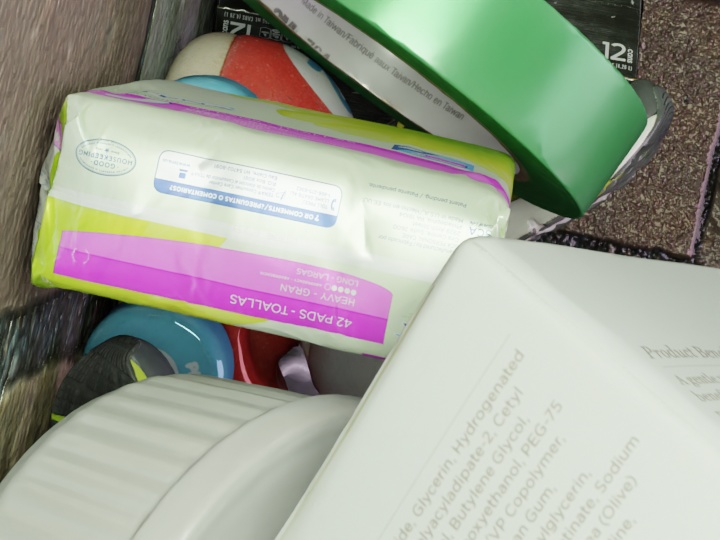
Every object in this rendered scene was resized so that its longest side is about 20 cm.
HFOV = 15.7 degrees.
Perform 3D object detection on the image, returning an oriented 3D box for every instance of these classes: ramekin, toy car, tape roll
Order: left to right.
[{"bbox_3d":[-0.057,0.127,0.887,0.202,0.094,0.203,-28,128,-45],"label":"ramekin"},{"bbox_3d":[0.000,0.000,1.124,0.184,0.200,0.177,-68,171,-81],"label":"toy car"},{"bbox_3d":[0.019,-0.097,1.031,0.048,0.200,0.200,-54,177,-3],"label":"tape roll"}]

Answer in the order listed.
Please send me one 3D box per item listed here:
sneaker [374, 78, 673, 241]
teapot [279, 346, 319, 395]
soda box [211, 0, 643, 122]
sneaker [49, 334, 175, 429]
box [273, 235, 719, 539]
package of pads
[{"bbox_3d":[0.047,-0.044,1.201,0.085,0.200,0.074,62,15,4],"label":"sneaker"},{"bbox_3d":[-0.018,-0.016,1.321,0.146,0.200,0.197,10,122,-54],"label":"teapot"},{"bbox_3d":[0.031,-0.110,1.240,0.063,0.200,0.071,102,-3,-49],"label":"soda box"},{"bbox_3d":[-0.058,0.095,1.039,0.081,0.074,0.200,-48,135,-29],"label":"sneaker"},{"bbox_3d":[0.090,0.118,0.810,0.199,0.171,0.200,6,121,-55],"label":"box"},{"bbox_3d":[-0.027,-0.020,0.906,0.200,0.154,0.068,-53,154,-83],"label":"package of pads"}]
